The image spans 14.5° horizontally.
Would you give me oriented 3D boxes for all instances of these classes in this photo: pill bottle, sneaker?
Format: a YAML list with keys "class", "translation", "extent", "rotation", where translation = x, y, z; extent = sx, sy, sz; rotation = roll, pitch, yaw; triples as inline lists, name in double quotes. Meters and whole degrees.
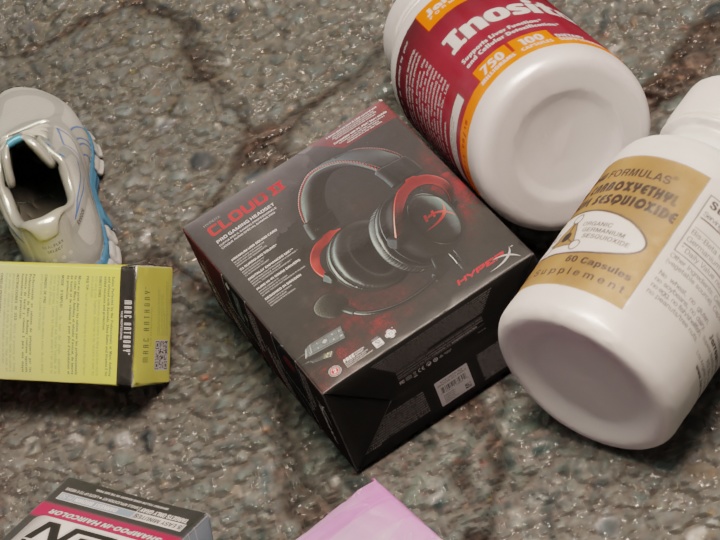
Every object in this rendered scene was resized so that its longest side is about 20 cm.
- class: "pill bottle"
  translation: [0.172, -0.009, 1.575]
  extent: [0.114, 0.115, 0.200]
  rotation: [17, 56, 34]
- class: "pill bottle"
  translation: [0.085, -0.110, 1.694]
  extent: [0.113, 0.113, 0.200]
  rotation: [-29, 30, -7]
- class: "sneaker"
  translation: [-0.204, -0.067, 1.803]
  extent: [0.075, 0.087, 0.200]
  rotation: [-26, 43, -1]

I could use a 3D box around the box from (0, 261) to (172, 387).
- class: "box"
  translation: [-0.213, 0.030, 1.717]
  extent: [0.199, 0.050, 0.076]
  rotation: [0, 89, 22]

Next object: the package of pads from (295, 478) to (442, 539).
- class: "package of pads"
  translation: [0.025, 0.205, 1.458]
  extent: [0.120, 0.076, 0.200]
  rotation: [-39, 46, -13]

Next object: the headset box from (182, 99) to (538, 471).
- class: "headset box"
  translation: [0.000, 0.000, 1.663]
  extent: [0.148, 0.075, 0.200]
  rotation: [-32, 45, -9]

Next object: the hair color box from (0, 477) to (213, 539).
- class: "hair color box"
  translation: [-0.170, 0.197, 1.516]
  extent: [0.098, 0.061, 0.200]
  rotation: [11, 36, 30]
